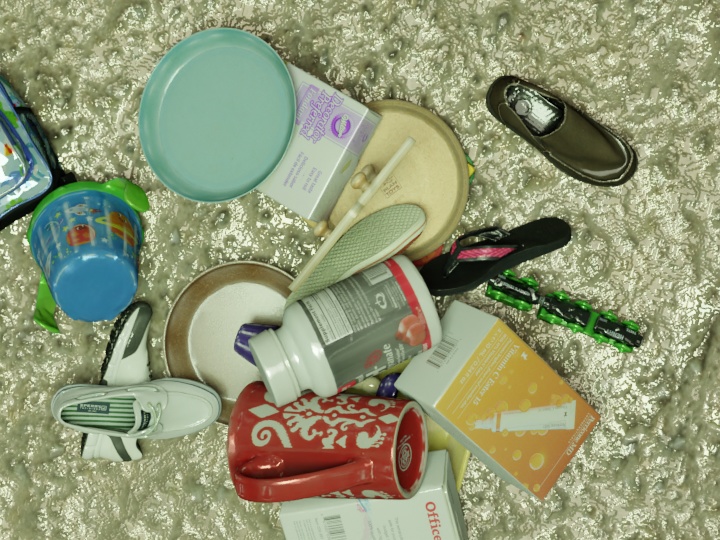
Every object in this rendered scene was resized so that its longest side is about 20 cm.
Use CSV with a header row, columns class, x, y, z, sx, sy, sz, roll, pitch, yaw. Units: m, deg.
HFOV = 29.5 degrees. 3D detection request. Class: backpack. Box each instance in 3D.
class,x,y,z,sx,sy,sz,roll,pitch,yaw
backpack,-0.463,-0.144,1.587,0.182,0.147,0.201,-30,89,1

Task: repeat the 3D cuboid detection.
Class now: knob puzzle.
class,x,y,z,sx,sy,sz,roll,pitch,yaw
knob puzzle,-0.020,-0.062,1.501,0.030,0.220,0.220,39,94,-2

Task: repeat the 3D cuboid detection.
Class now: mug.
class,x,y,z,sx,sy,sz,roll,pitch,yaw
mug,-0.039,0.212,1.521,0.198,0.179,0.134,0,137,23

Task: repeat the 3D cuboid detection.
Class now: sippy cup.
class,x,y,z,sx,sy,sz,roll,pitch,yaw
sippy cup,-0.311,-0.012,1.572,0.138,0.131,0.180,-5,123,-14

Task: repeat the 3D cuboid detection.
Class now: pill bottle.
class,x,y,z,sx,sy,sz,roll,pitch,yaw
pill bottle,-0.019,0.071,1.503,0.198,0.111,0.112,-25,93,-9

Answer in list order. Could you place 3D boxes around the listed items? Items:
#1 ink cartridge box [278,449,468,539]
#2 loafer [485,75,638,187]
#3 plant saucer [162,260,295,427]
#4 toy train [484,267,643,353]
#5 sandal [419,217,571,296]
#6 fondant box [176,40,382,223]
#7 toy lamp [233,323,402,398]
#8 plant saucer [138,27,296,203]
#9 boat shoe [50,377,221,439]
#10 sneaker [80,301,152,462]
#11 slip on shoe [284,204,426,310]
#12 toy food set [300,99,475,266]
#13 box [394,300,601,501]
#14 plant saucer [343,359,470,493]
class,x,y,z,sx,sy,sz,roll,pitch,yaw
ink cartridge box,0.021,0.304,1.597,0.197,0.088,0.147,-10,114,12
loafer,0.235,-0.159,1.597,0.198,0.071,0.074,28,94,0
plant saucer,-0.138,0.088,1.645,0.197,0.037,0.203,0,94,3
toy train,0.239,0.050,1.618,0.198,0.056,0.042,23,79,1
sandal,0.152,-0.028,1.598,0.198,0.075,0.045,-23,127,-9
fondant box,-0.095,-0.165,1.587,0.199,0.058,0.145,31,95,18
toy lamp,-0.051,0.111,1.588,0.198,0.058,0.059,21,94,6
plant saucer,-0.161,-0.176,1.566,0.198,0.027,0.203,-2,85,19
boat shoe,-0.257,0.169,1.583,0.197,0.067,0.075,-2,103,-13
sneaker,-0.277,0.136,1.644,0.079,0.074,0.202,15,99,-13
slip on shoe,0.000,0.000,1.580,0.200,0.074,0.061,-44,130,2
toy food set,0.034,-0.100,1.620,0.197,0.049,0.201,38,94,-1
box,0.157,0.149,1.559,0.200,0.097,0.125,41,81,-28
plant saucer,0.046,0.147,1.636,0.197,0.048,0.203,15,94,0
